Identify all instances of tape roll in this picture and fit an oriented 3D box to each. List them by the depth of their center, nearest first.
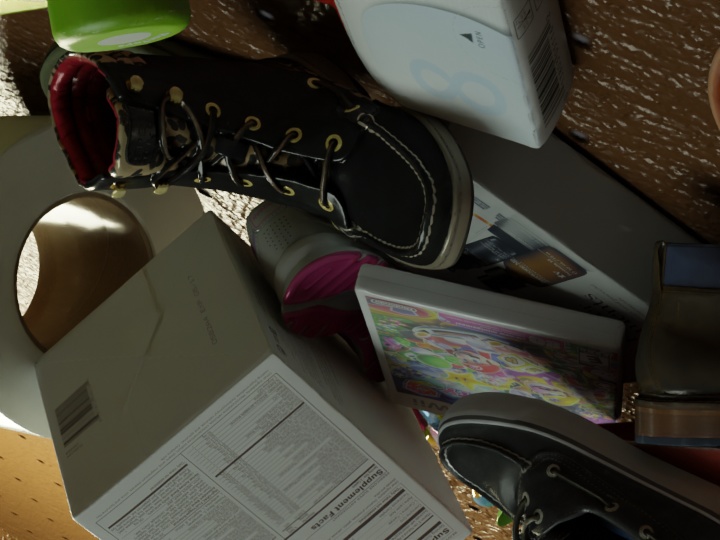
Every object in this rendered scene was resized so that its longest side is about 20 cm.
[{"bbox_3d":[-0.212,0.001,1.213,0.139,0.204,0.203,6,151,48],"label":"tape roll"}]

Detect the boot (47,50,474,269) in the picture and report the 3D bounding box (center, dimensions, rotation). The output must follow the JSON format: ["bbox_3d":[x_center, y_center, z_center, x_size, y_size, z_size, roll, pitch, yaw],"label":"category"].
[{"bbox_3d":[-0.050,-0.056,0.889,0.149,0.074,0.200,0,-153,-31],"label":"boot"}]

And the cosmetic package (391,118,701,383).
[{"bbox_3d":[0.092,-0.012,1.003,0.199,0.052,0.151,34,162,-16],"label":"cosmetic package"}]

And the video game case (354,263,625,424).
[{"bbox_3d":[0.077,0.054,1.057,0.142,0.018,0.200,13,161,12],"label":"video game case"}]

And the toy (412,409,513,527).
[{"bbox_3d":[0.033,0.102,1.275,0.200,0.047,0.115,39,165,25],"label":"toy"}]

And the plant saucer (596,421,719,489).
[{"bbox_3d":[0.205,0.101,0.984,0.199,0.037,0.199,1,178,-43],"label":"plant saucer"}]

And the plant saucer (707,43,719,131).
[{"bbox_3d":[0.235,-0.053,0.741,0.199,0.032,0.201,25,160,10],"label":"plant saucer"}]

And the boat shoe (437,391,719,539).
[{"bbox_3d":[0.109,0.123,0.912,0.199,0.066,0.070,24,143,30],"label":"boat shoe"}]

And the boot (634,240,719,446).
[{"bbox_3d":[0.227,0.031,0.898,0.198,0.098,0.075,-3,179,-7],"label":"boot"}]

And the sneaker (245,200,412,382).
[{"bbox_3d":[0.000,0.000,1.125,0.089,0.081,0.200,57,-170,29],"label":"sneaker"}]

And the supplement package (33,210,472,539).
[{"bbox_3d":[-0.065,0.105,1.125,0.200,0.150,0.152,44,-169,-36],"label":"supplement package"}]

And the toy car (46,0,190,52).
[{"bbox_3d":[-0.140,-0.162,0.795,0.156,0.166,0.200,-9,179,2],"label":"toy car"}]

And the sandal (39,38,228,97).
[{"bbox_3d":[-0.107,-0.089,1.063,0.200,0.058,0.080,15,157,32],"label":"sandal"}]

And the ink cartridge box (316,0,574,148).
[{"bbox_3d":[-0.011,-0.138,0.832,0.199,0.048,0.160,17,157,23],"label":"ink cartridge box"}]

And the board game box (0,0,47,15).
[{"bbox_3d":[-0.203,-0.182,0.977,0.199,0.048,0.102,3,148,50],"label":"board game box"}]
